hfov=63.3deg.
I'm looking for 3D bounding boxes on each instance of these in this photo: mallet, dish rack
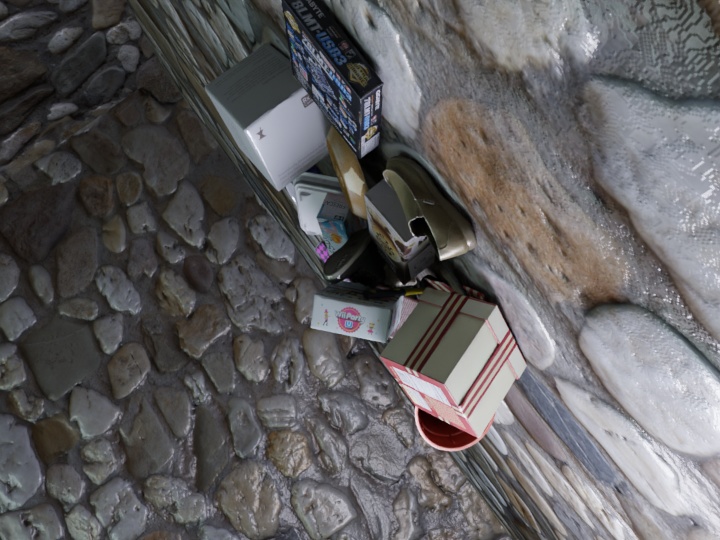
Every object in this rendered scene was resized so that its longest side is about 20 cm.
[{"bbox_3d":[0.093,0.045,1.109,0.065,0.197,0.042,31,117,40],"label":"mallet"},{"bbox_3d":[-0.068,-0.128,1.295,0.167,0.044,0.202,11,151,8],"label":"dish rack"}]

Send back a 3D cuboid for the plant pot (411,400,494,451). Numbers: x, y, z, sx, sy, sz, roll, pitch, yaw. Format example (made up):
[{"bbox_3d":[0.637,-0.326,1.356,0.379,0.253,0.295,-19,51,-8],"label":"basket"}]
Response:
[{"bbox_3d":[0.201,0.295,1.420,0.203,0.199,0.195,55,178,-15],"label":"plant pot"}]

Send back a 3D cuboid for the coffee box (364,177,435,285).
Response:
[{"bbox_3d":[0.073,-0.070,1.032,0.114,0.079,0.201,50,170,19],"label":"coffee box"}]

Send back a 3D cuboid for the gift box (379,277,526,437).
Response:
[{"bbox_3d":[0.156,0.137,1.022,0.198,0.188,0.186,20,151,45],"label":"gift box"}]

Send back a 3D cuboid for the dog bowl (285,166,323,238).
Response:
[{"bbox_3d":[-0.124,-0.192,1.590,0.201,0.078,0.201,52,170,13],"label":"dog bowl"}]

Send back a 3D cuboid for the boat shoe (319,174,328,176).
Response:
[{"bbox_3d":[-0.037,-0.150,1.367,0.201,0.071,0.067,45,-151,-42],"label":"boat shoe"}]

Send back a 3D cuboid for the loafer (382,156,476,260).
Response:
[{"bbox_3d":[0.092,-0.095,0.886,0.201,0.067,0.076,49,170,28],"label":"loafer"}]

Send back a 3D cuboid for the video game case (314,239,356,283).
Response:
[{"bbox_3d":[0.004,-0.005,1.414,0.201,0.036,0.180,52,-146,6],"label":"video game case"}]

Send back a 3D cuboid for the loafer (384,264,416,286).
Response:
[{"bbox_3d":[0.087,-0.003,1.250,0.200,0.073,0.070,-149,59,-88],"label":"loafer"}]

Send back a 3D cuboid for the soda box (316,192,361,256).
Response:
[{"bbox_3d":[-0.036,-0.074,1.250,0.062,0.070,0.202,13,151,18],"label":"soda box"}]

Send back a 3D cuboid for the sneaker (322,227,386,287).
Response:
[{"bbox_3d":[0.000,0.000,1.141,0.200,0.073,0.108,-48,-59,-55],"label":"sneaker"}]

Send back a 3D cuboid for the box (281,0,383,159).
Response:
[{"bbox_3d":[-0.042,-0.296,0.896,0.202,0.049,0.199,53,170,11],"label":"box"}]

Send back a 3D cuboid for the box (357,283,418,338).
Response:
[{"bbox_3d":[0.074,0.094,1.301,0.196,0.102,0.075,24,-178,-21],"label":"box"}]

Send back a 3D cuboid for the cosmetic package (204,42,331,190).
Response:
[{"bbox_3d":[-0.173,-0.306,1.161,0.200,0.163,0.166,47,170,37],"label":"cosmetic package"}]

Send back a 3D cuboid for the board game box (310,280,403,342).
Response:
[{"bbox_3d":[-0.001,0.074,1.129,0.143,0.066,0.200,10,-173,10],"label":"board game box"}]

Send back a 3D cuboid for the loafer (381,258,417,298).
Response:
[{"bbox_3d":[0.063,0.007,1.386,0.202,0.072,0.073,55,169,-8],"label":"loafer"}]

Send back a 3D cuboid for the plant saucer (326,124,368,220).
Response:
[{"bbox_3d":[-0.024,-0.181,1.089,0.200,0.035,0.205,158,91,-88],"label":"plant saucer"}]
